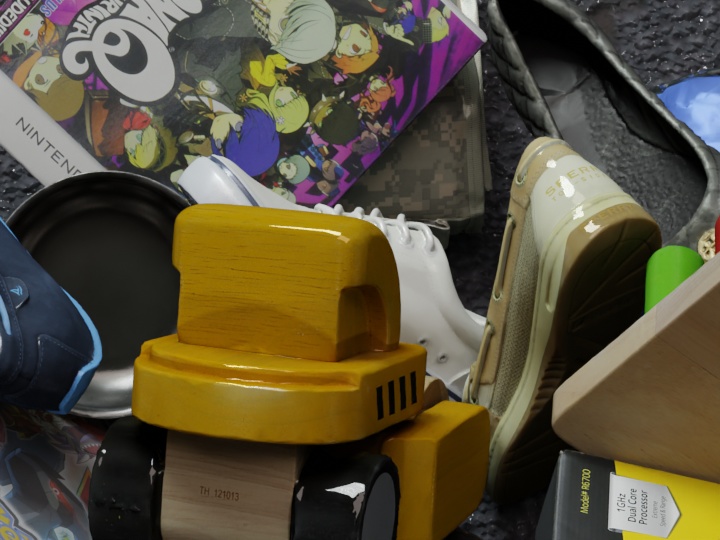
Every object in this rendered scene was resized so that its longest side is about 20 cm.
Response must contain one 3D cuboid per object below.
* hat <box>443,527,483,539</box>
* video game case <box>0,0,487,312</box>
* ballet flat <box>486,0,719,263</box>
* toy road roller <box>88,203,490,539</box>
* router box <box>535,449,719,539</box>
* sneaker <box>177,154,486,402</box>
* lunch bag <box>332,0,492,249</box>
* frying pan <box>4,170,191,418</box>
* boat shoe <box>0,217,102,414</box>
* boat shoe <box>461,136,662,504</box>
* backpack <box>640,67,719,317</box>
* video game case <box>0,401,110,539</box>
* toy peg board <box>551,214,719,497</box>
[{"bbox_3d":[-0.005,0.161,0.962,0.199,0.201,0.082,8,99,3],"label":"hat"},{"bbox_3d":[-0.071,-0.100,1.059,0.181,0.036,0.200,43,98,-7],"label":"video game case"},{"bbox_3d":[0.114,-0.053,0.993,0.066,0.057,0.200,-44,57,8],"label":"ballet flat"},{"bbox_3d":[-0.023,0.045,0.936,0.122,0.200,0.147,7,97,18],"label":"toy road roller"},{"bbox_3d":[0.134,0.162,0.809,0.148,0.051,0.201,12,37,-1],"label":"router box"},{"bbox_3d":[0.000,0.000,1.039,0.071,0.200,0.073,-50,30,-1],"label":"sneaker"},{"bbox_3d":[-0.020,-0.105,1.141,0.163,0.118,0.201,-3,63,-2],"label":"lunch bag"},{"bbox_3d":[-0.087,0.030,1.046,0.189,0.031,0.115,31,90,-11],"label":"frying pan"},{"bbox_3d":[-0.194,-0.009,0.995,0.199,0.068,0.085,28,95,34],"label":"boat shoe"},{"bbox_3d":[0.082,0.028,1.004,0.073,0.201,0.063,-23,56,-22],"label":"boat shoe"},{"bbox_3d":[0.217,-0.011,1.058,0.198,0.163,0.169,4,59,0],"label":"backpack"},{"bbox_3d":[-0.146,0.113,0.971,0.026,0.180,0.200,-48,61,20],"label":"video game case"},{"bbox_3d":[0.214,0.026,0.880,0.199,0.199,0.098,33,37,-18],"label":"toy peg board"}]
